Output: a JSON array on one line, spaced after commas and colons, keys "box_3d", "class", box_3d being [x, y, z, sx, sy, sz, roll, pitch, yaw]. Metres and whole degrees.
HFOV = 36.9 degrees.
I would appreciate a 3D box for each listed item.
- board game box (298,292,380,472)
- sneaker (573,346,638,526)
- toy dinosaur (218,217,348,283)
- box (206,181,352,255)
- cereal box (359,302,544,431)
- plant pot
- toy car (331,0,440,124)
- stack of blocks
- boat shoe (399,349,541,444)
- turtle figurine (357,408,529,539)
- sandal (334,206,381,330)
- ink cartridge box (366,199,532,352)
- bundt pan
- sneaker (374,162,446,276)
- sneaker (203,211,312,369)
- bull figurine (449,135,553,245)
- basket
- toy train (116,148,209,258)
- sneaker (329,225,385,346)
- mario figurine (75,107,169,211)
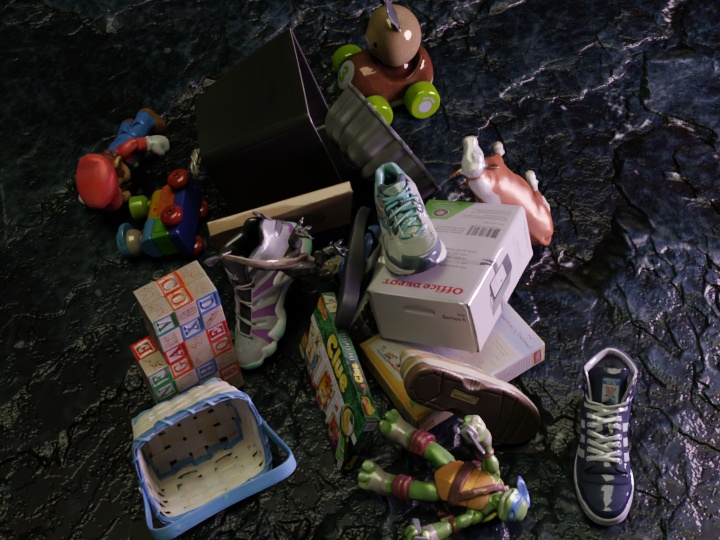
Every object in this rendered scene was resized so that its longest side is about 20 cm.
[{"box_3d": [-0.029, 0.137, 1.343, 0.023, 0.105, 0.202, 3, 44, -27], "class": "board game box"}, {"box_3d": [0.286, 0.185, 1.257, 0.069, 0.109, 0.202, 3, 52, 11], "class": "sneaker"}, {"box_3d": [-0.073, -0.018, 1.346, 0.088, 0.198, 0.048, -38, 59, 32], "class": "toy dinosaur"}, {"box_3d": [-0.109, -0.066, 1.485, 0.197, 0.164, 0.022, -16, 80, -6], "class": "box"}, {"box_3d": [0.117, 0.105, 1.388, 0.198, 0.040, 0.144, -27, 51, -15], "class": "cereal box"}, {"box_3d": [-0.133, -0.190, 1.576, 0.175, 0.201, 0.201, -20, 50, 8], "class": "plant pot"}, {"box_3d": [0.033, -0.349, 1.664, 0.156, 0.201, 0.166, -17, 50, -7], "class": "toy car"}, {"box_3d": [-0.221, 0.094, 1.338, 0.114, 0.201, 0.059, -28, 53, -17], "class": "stack of blocks"}, {"box_3d": [0.131, 0.141, 1.293, 0.072, 0.199, 0.076, -53, 27, 14], "class": "boat shoe"}, {"box_3d": [0.081, 0.229, 1.211, 0.192, 0.146, 0.199, 15, 19, 37], "class": "turtle figurine"}, {"box_3d": [0.000, 0.001, 1.377, 0.042, 0.077, 0.202, 13, 45, -4], "class": "sandal"}, {"box_3d": [0.118, 0.002, 1.393, 0.144, 0.085, 0.201, 7, 42, 30], "class": "ink cartridge box"}, {"box_3d": [0.023, -0.165, 1.531, 0.076, 0.202, 0.202, -42, 54, 4], "class": "bundt pan"}, {"box_3d": [0.050, -0.068, 1.368, 0.077, 0.087, 0.201, -21, 34, -2], "class": "sneaker"}, {"box_3d": [-0.152, 0.020, 1.391, 0.077, 0.139, 0.203, 15, 86, 41], "class": "sneaker"}, {"box_3d": [0.191, -0.115, 1.468, 0.065, 0.200, 0.122, -32, 27, 26], "class": "bull figurine"}, {"box_3d": [-0.177, 0.220, 1.257, 0.174, 0.141, 0.200, -24, 21, -11], "class": "basket"}, {"box_3d": [-0.289, -0.105, 1.595, 0.114, 0.085, 0.202, -12, 49, 16], "class": "toy train"}, {"box_3d": [0.000, 0.020, 1.462, 0.088, 0.079, 0.202, -3, 46, 23], "class": "sneaker"}, {"box_3d": [-0.356, -0.152, 1.633, 0.105, 0.124, 0.201, 23, 43, 0], "class": "mario figurine"}]
